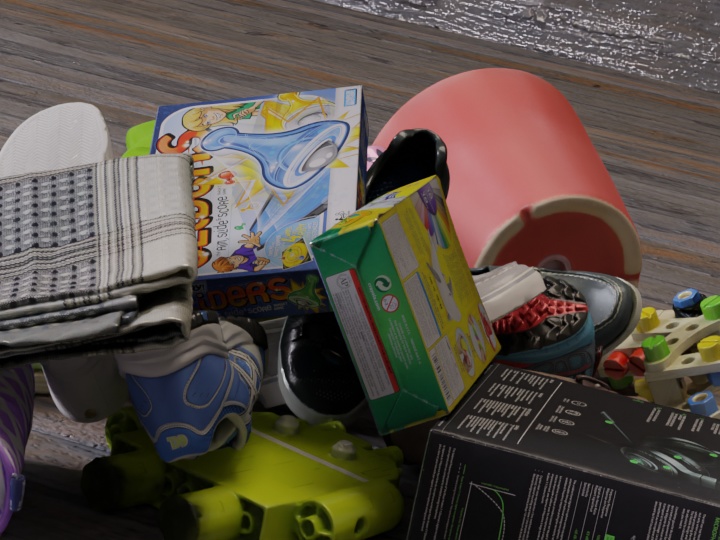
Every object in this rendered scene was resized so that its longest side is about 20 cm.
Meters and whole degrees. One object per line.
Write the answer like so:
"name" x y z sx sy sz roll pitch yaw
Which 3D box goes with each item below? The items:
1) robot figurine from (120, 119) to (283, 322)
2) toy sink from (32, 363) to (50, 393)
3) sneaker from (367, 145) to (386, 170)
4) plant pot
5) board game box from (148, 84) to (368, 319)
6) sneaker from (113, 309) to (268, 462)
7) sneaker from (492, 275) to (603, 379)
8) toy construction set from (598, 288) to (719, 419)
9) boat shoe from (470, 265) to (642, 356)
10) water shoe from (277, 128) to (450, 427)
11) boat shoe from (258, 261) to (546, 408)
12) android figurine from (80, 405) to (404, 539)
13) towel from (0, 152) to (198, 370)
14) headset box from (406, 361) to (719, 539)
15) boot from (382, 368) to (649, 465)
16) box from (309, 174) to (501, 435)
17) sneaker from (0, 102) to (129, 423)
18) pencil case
"robot figurine" -0.106 -0.022 1.623 0.116 0.175 0.200 -13 49 -10
"toy sink" -0.236 0.002 1.492 0.200 0.130 0.112 4 15 -28
"sneaker" -0.016 -0.017 1.646 0.070 0.082 0.200 -6 -20 -37
"plant pot" 0.116 -0.032 1.811 0.200 0.200 0.177 5 25 -23
"board game box" -0.065 -0.041 1.437 0.135 0.034 0.200 -6 35 5
"sneaker" -0.094 0.067 1.321 0.076 0.077 0.200 -13 -4 11
"sneaker" 0.066 0.067 1.611 0.200 0.096 0.079 -4 46 22
"toy construction set" 0.195 0.062 1.694 0.200 0.092 0.131 11 36 34
"boat shoe" 0.098 0.031 1.656 0.200 0.073 0.062 -5 -24 31
"water shoe" 0.000 0.000 1.468 0.071 0.200 0.079 19 -23 3
"boat shoe" 0.019 0.026 1.536 0.200 0.069 0.072 -21 0 9
"android figurine" -0.058 0.117 1.354 0.182 0.041 0.200 21 19 38
"towel" -0.182 -0.007 1.270 0.193 0.035 0.200 -8 29 0
"headset box" 0.142 0.134 1.320 0.200 0.093 0.174 14 13 10
"boot" 0.111 0.094 1.486 0.146 0.070 0.200 8 6 19
"box" 0.031 0.013 1.360 0.048 0.117 0.200 -19 5 17
"sneaker" -0.171 -0.001 1.404 0.074 0.116 0.200 -10 43 8
"pencil case" -0.219 0.084 1.264 0.084 0.086 0.200 -3 14 -5
